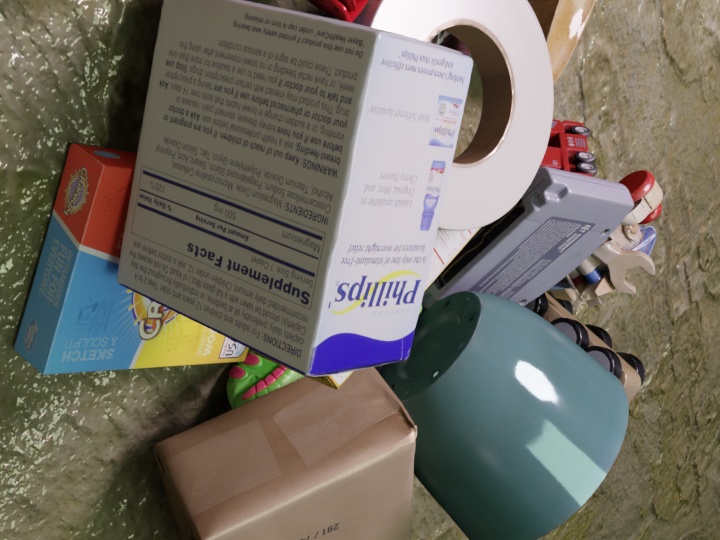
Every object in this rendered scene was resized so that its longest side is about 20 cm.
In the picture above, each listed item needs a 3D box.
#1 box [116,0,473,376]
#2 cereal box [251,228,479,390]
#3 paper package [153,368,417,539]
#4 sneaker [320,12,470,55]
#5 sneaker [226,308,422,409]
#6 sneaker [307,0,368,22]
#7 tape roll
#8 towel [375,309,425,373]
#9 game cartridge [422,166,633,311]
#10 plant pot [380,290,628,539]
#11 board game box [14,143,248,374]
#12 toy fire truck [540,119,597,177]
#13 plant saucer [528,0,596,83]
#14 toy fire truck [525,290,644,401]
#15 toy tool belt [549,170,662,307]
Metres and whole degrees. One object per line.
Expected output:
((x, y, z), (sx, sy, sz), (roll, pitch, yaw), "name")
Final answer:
((-0.047, -0.060, 0.692), (0.104, 0.182, 0.204), (-1, 108, -52), "box")
((0.000, 0.000, 0.895), (0.200, 0.143, 0.040), (-48, 119, -19), "cereal box")
((-0.058, 0.194, 0.926), (0.197, 0.104, 0.192), (-23, 143, -17), "paper package")
((0.033, -0.159, 0.884), (0.198, 0.075, 0.117), (-24, 135, -42), "sneaker")
((-0.032, 0.074, 0.973), (0.198, 0.077, 0.084), (-31, 143, -17), "sneaker")
((-0.058, -0.217, 0.686), (0.199, 0.115, 0.080), (0, 114, -53), "sneaker")
((0.067, -0.132, 0.812), (0.200, 0.037, 0.207), (-5, 98, -37), "tape roll")
((0.010, 0.117, 1.040), (0.146, 0.024, 0.202), (29, 92, -25), "towel")
((0.151, -0.019, 1.000), (0.132, 0.041, 0.200), (10, 139, -38), "game cartridge")
((0.111, 0.118, 0.966), (0.161, 0.200, 0.201), (43, 78, -19), "plant pot")
((-0.143, -0.004, 0.798), (0.198, 0.040, 0.155), (1, 113, -52), "board game box")
((0.159, -0.096, 1.062), (0.201, 0.138, 0.049), (-78, 175, -59), "toy fire truck")
((0.192, -0.267, 0.998), (0.202, 0.035, 0.201), (-58, 164, -28), "plant saucer")
((0.208, 0.142, 1.244), (0.128, 0.176, 0.201), (14, 114, -55), "toy fire truck")
((0.250, -0.027, 1.124), (0.123, 0.199, 0.125), (49, 54, -20), "toy tool belt")
